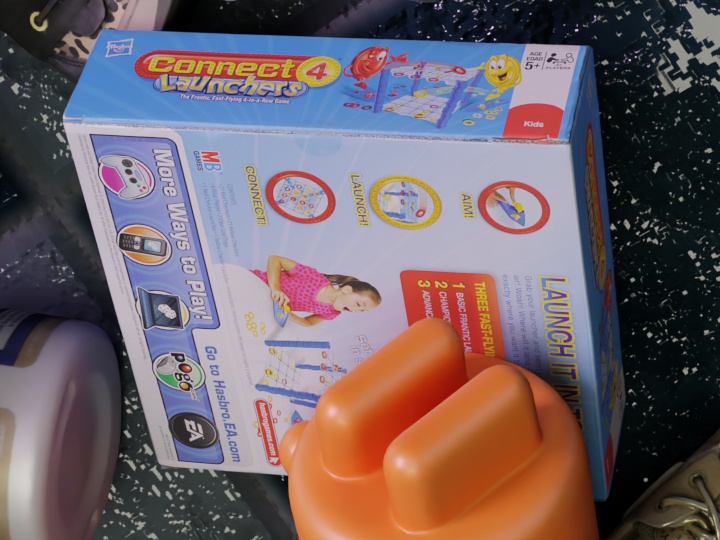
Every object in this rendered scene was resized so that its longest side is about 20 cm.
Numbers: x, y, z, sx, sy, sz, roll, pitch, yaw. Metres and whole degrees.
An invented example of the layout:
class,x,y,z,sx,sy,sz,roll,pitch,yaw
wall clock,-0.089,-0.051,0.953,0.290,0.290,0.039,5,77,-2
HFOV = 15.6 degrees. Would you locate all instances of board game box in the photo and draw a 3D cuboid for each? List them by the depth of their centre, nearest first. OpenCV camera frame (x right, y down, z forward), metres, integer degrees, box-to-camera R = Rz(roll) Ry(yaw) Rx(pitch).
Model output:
class,x,y,z,sx,sy,sz,roll,pitch,yaw
board game box,0.000,0.000,1.041,0.195,0.056,0.201,3,135,14

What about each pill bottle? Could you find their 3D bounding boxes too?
class,x,y,z,sx,sy,sz,roll,pitch,yaw
pill bottle,-0.212,0.063,1.135,0.199,0.111,0.112,9,116,12

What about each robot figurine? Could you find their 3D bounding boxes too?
class,x,y,z,sx,sy,sz,roll,pitch,yaw
robot figurine,0.036,0.112,1.021,0.143,0.117,0.201,0,134,14

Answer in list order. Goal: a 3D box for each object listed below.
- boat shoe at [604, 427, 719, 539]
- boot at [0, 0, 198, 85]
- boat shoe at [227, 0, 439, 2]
class,x,y,z,sx,sy,sz,roll,pitch,yaw
boat shoe,0.144,0.110,1.075,0.200,0.065,0.072,-43,80,30
boot,-0.121,-0.172,1.026,0.150,0.073,0.201,23,123,4
boat shoe,-0.043,-0.129,0.939,0.199,0.063,0.074,18,160,-32
